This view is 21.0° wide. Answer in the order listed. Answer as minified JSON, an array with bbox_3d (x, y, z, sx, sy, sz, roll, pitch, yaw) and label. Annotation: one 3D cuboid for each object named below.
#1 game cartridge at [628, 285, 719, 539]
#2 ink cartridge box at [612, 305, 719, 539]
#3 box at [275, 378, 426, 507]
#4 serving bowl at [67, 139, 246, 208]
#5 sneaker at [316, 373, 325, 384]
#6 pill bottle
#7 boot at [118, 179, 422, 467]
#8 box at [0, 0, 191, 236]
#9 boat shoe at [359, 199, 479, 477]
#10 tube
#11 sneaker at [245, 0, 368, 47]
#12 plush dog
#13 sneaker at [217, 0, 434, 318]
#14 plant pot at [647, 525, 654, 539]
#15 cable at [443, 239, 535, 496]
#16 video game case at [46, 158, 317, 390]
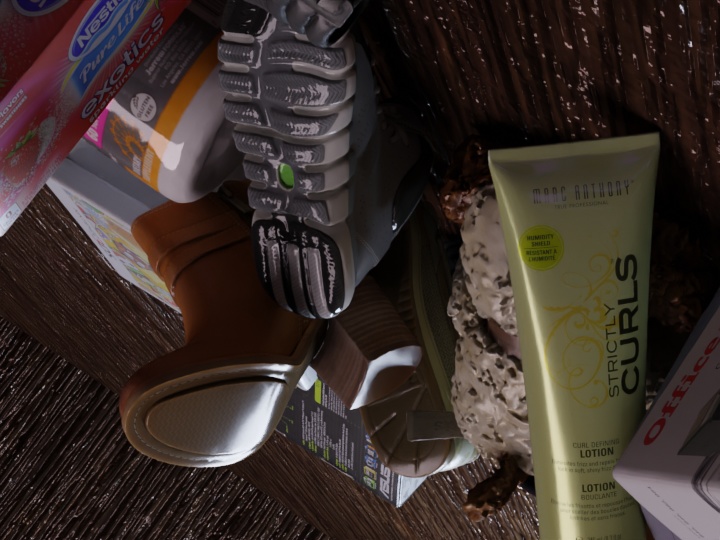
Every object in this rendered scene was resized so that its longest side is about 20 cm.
[{"bbox_3d":[0.191,0.089,0.936,0.041,0.133,0.200,25,163,38],"label":"game cartridge"},{"bbox_3d":[0.201,0.050,0.734,0.084,0.146,0.200,39,167,-13],"label":"ink cartridge box"},{"bbox_3d":[-0.031,0.069,1.511,0.193,0.047,0.200,32,144,24],"label":"box"},{"bbox_3d":[-0.131,-0.080,1.339,0.200,0.066,0.200,35,168,9],"label":"serving bowl"},{"bbox_3d":[0.059,0.087,1.351,0.200,0.060,0.105,36,126,26],"label":"sneaker"},{"bbox_3d":[-0.143,-0.135,1.055,0.200,0.117,0.116,34,167,9],"label":"pill bottle"},{"bbox_3d":[-0.080,0.021,1.036,0.200,0.074,0.155,-10,-132,-46],"label":"boot"},{"bbox_3d":[-0.151,-0.130,0.895,0.095,0.200,0.100,34,168,13],"label":"box"},{"bbox_3d":[0.025,0.017,1.120,0.073,0.201,0.063,-22,171,32],"label":"boat shoe"},{"bbox_3d":[0.101,0.037,0.885,0.052,0.058,0.201,14,116,43],"label":"tube"},{"bbox_3d":[-0.036,-0.159,0.806,0.099,0.071,0.200,29,170,14],"label":"sneaker"},{"bbox_3d":[0.097,0.021,0.975,0.200,0.160,0.172,26,138,32],"label":"plush dog"},{"bbox_3d":[-0.010,-0.085,0.984,0.075,0.115,0.201,17,124,28],"label":"sneaker"},{"bbox_3d":[0.192,0.210,1.103,0.200,0.140,0.200,33,167,9],"label":"plant pot"},{"bbox_3d":[0.086,0.070,1.168,0.201,0.051,0.163,64,-179,16],"label":"cable"},{"bbox_3d":[-0.133,0.002,1.437,0.200,0.023,0.182,30,165,26],"label":"video game case"}]
